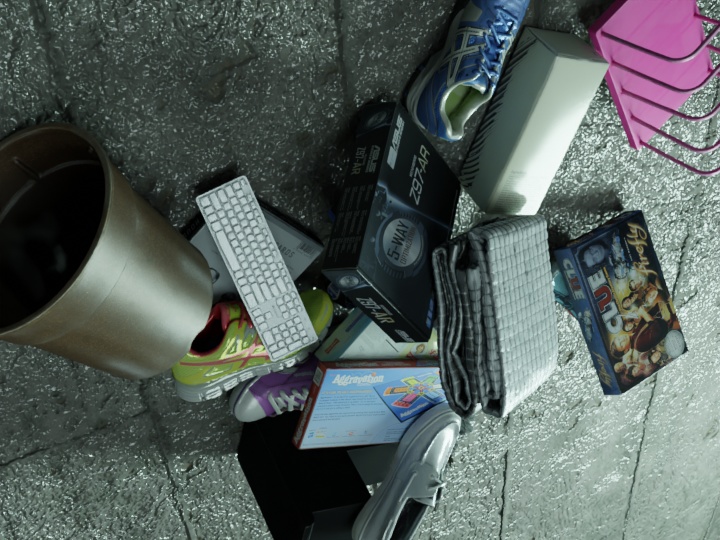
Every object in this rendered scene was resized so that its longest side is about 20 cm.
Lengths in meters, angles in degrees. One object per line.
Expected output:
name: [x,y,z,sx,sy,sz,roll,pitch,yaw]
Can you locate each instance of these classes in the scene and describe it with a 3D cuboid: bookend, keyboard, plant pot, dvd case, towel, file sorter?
bookend: [-0.026,0.256,1.322,0.198,0.199,0.093,-5,129,-28]
keyboard: [-0.106,0.001,1.099,0.056,0.011,0.201,-27,113,-11]
plant pot: [-0.248,-0.001,0.977,0.200,0.201,0.198,-40,144,7]
dvd case: [-0.154,0.011,1.154,0.200,0.025,0.150,-46,136,12]
towel: [0.145,0.044,1.163,0.165,0.085,0.202,-20,105,-56]
file sorter: [0.364,-0.222,1.158,0.139,0.125,0.200,-46,138,-7]

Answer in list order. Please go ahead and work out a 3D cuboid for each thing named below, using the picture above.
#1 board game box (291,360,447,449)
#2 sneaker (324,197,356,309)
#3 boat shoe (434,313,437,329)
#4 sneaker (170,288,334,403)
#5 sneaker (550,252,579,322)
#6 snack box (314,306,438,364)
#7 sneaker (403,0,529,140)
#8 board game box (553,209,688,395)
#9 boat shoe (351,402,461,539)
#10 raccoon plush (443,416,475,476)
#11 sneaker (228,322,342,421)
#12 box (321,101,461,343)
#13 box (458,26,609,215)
board game box: [0.023,0.149,1.189,0.199,0.019,0.104,4,116,-38]
sneaker: [0.000,0.000,1.196,0.089,0.079,0.201,-31,137,-6]
boat shoe: [0.105,0.078,1.336,0.071,0.070,0.200,-27,165,-34]
sneaker: [-0.121,0.065,1.152,0.199,0.078,0.091,-28,127,-13]
sneaker: [0.308,0.036,1.399,0.079,0.096,0.200,-46,136,13]
snack box: [0.045,0.109,1.220,0.116,0.037,0.200,-47,134,-5]
sneaker: [0.123,-0.220,1.072,0.075,0.077,0.201,12,120,-35]
board game box: [0.337,0.041,1.360,0.135,0.035,0.201,-26,100,-28]
boat shoe: [0.064,0.250,1.219,0.201,0.068,0.072,-54,134,-1]
raccoon plush: [0.065,0.235,1.383,0.134,0.097,0.200,-55,173,33]
sneaker: [-0.058,0.145,1.267,0.199,0.115,0.073,-30,139,-2]
box: [0.038,-0.048,1.103,0.043,0.201,0.160,-4,148,32]
box: [0.187,-0.161,1.170,0.082,0.069,0.201,1,127,-33]
